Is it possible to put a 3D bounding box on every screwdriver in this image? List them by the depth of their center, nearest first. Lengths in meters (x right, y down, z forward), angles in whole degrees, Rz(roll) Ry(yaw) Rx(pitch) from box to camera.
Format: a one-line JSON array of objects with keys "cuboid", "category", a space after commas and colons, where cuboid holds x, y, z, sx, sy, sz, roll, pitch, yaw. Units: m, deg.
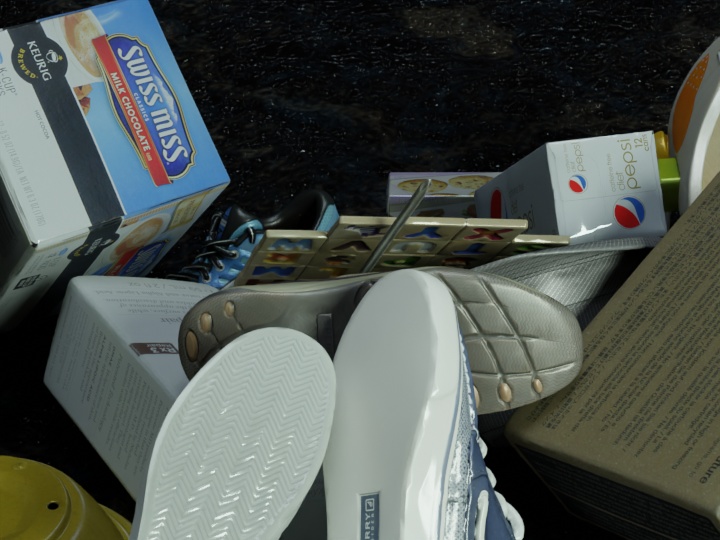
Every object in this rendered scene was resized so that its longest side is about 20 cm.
[{"cuboid": [0.000, 0.000, 0.887, 0.028, 0.200, 0.029, 7, 55, -18], "category": "screwdriver"}]

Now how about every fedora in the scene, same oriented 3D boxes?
[{"cuboid": [0.102, 0.045, 0.944, 0.177, 0.091, 0.200, -21, -9, 28], "category": "fedora"}]

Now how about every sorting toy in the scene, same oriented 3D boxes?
[{"cuboid": [0.238, -0.008, 1.020, 0.107, 0.200, 0.180, -32, 22, 30], "category": "sorting toy"}]

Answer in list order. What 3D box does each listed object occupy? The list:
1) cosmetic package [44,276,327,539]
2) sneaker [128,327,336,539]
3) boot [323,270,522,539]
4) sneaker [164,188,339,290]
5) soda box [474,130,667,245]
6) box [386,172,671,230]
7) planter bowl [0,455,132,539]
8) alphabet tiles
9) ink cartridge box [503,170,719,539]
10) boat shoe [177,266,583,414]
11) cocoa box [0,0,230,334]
[{"cuboid": [-0.085, 0.078, 0.915, 0.101, 0.074, 0.200, 3, 22, -37], "category": "cosmetic package"}, {"cuboid": [-0.077, 0.126, 0.766, 0.074, 0.116, 0.200, 26, 66, -3], "category": "sneaker"}, {"cuboid": [0.035, 0.106, 0.782, 0.090, 0.201, 0.073, 17, -16, -42], "category": "boot"}, {"cuboid": [-0.093, 0.000, 1.072, 0.200, 0.090, 0.078, -25, 38, -34], "category": "sneaker"}, {"cuboid": [0.127, -0.037, 1.057, 0.068, 0.064, 0.200, -7, -5, -9], "category": "soda box"}, {"cuboid": [0.117, -0.045, 1.193, 0.199, 0.039, 0.041, 1, 31, 2], "category": "box"}, {"cuboid": [-0.185, 0.149, 0.826, 0.200, 0.084, 0.201, -1, 30, 1], "category": "planter bowl"}, {"cuboid": [0.019, -0.003, 0.952, 0.166, 0.006, 0.200, 1, -12, -11], "category": "alphabet tiles"}, {"cuboid": [0.192, 0.045, 0.815, 0.200, 0.075, 0.165, -47, 29, -16], "category": "ink cartridge box"}, {"cuboid": [0.011, 0.029, 0.847, 0.199, 0.075, 0.073, 3, 11, 5], "category": "boat shoe"}, {"cuboid": [-0.190, -0.058, 1.040, 0.131, 0.134, 0.200, -20, -10, -30], "category": "cocoa box"}]
